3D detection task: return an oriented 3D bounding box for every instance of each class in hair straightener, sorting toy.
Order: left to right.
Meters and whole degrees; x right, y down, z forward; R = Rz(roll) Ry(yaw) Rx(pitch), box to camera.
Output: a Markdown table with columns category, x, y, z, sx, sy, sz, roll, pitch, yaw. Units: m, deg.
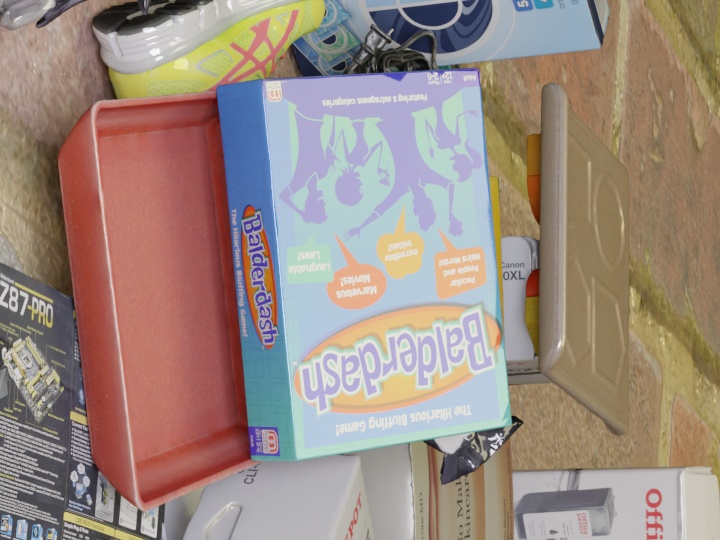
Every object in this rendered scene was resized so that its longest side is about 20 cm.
| category | x | y | z | sx | sy | sz | roll | pitch | yaw |
| --- | --- | --- | --- | --- | --- | --- | --- | --- | --- |
| hair straightener | 0.011 | -0.108 | 1.582 | 0.200 | 0.041 | 0.077 | -12 | 135 | -57 |
| sorting toy | 0.138 | -0.003 | 1.694 | 0.200 | 0.036 | 0.185 | 43 | 46 | -65 |

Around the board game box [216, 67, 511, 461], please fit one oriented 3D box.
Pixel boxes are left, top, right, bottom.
| category | x | y | z | sx | sy | sz | roll | pitch | yaw |
| --- | --- | --- | --- | --- | --- | --- | --- | --- | --- |
| board game box | 0.004 | -0.005 | 1.415 | 0.152 | 0.045 | 0.200 | -7 | 93 | -38 |

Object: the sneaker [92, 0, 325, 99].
| category | x | y | z | sx | sy | sz | roll | pitch | yaw |
| --- | --- | --- | --- | --- | --- | --- | --- | --- | --- |
| sneaker | -0.083 | -0.118 | 1.492 | 0.200 | 0.078 | 0.090 | -28 | 114 | -55 |

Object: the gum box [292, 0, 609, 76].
| category | x | y | z | sx | sy | sz | roll | pitch | yaw |
| --- | --- | --- | --- | --- | --- | --- | --- | --- | --- |
| gum box | 0.037 | -0.205 | 1.625 | 0.045 | 0.200 | 0.170 | -74 | 151 | -46 |

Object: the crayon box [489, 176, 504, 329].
| category | x | y | z | sx | sy | sz | roll | pitch | yaw |
| --- | --- | --- | --- | --- | --- | --- | --- | --- | --- |
| crayon box | 0.000 | 0.000 | 1.595 | 0.200 | 0.058 | 0.119 | 2 | 85 | -44 |

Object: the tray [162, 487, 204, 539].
| category | x | y | z | sx | sy | sz | roll | pitch | yaw |
| --- | --- | --- | --- | --- | --- | --- | --- | --- | --- |
| tray | -0.092 | 0.155 | 1.491 | 0.107 | 0.022 | 0.200 | -49 | 132 | -60 |

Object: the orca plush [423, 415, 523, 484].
| category | x | y | z | sx | sy | sz | roll | pitch | yaw |
| --- | --- | --- | --- | --- | --- | --- | --- | --- | --- |
| orca plush | 0.020 | 0.021 | 1.522 | 0.200 | 0.105 | 0.071 | 43 | 16 | -5 |

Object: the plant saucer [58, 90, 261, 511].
| category | x | y | z | sx | sy | sz | roll | pitch | yaw |
| --- | --- | --- | --- | --- | --- | --- | --- | --- | --- |
| plant saucer | -0.097 | 0.010 | 1.357 | 0.200 | 0.037 | 0.200 | -15 | 100 | -67 |

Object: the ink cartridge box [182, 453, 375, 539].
| category | x | y | z | sx | sy | sz | roll | pitch | yaw |
| --- | --- | --- | --- | --- | --- | --- | --- | --- | --- |
| ink cartridge box | -0.039 | 0.218 | 1.450 | 0.145 | 0.083 | 0.200 | -70 | 155 | -49 |

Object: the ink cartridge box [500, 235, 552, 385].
| category | x | y | z | sx | sy | sz | roll | pitch | yaw |
| --- | --- | --- | --- | --- | --- | --- | --- | --- | --- |
| ink cartridge box | 0.080 | 0.031 | 1.777 | 0.200 | 0.145 | 0.084 | 15 | 73 | -67 |

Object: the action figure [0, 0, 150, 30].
| category | x | y | z | sx | sy | sz | roll | pitch | yaw |
| --- | --- | --- | --- | --- | --- | --- | --- | --- | --- |
| action figure | -0.146 | -0.186 | 1.308 | 0.200 | 0.102 | 0.119 | 149 | -70 | -85 |

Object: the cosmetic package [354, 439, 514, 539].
| category | x | y | z | sx | sy | sz | roll | pitch | yaw |
| --- | --- | --- | --- | --- | --- | --- | --- | --- | --- |
| cosmetic package | 0.029 | 0.143 | 1.710 | 0.200 | 0.087 | 0.104 | -2 | 90 | -68 |

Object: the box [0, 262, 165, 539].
| category | x | y | z | sx | sy | sz | roll | pitch | yaw |
| --- | --- | --- | --- | --- | --- | --- | --- | --- | --- |
| box | -0.156 | 0.095 | 1.303 | 0.200 | 0.049 | 0.161 | 32 | 60 | -64 |

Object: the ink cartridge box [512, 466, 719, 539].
| category | x | y | z | sx | sy | sz | roll | pitch | yaw |
| --- | --- | --- | --- | --- | --- | --- | --- | --- | --- |
| ink cartridge box | 0.147 | 0.212 | 1.847 | 0.085 | 0.200 | 0.146 | 13 | 75 | -68 |

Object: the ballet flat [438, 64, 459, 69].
| category | x | y | z | sx | sy | sz | roll | pitch | yaw |
| --- | --- | --- | --- | --- | --- | --- | --- | --- | --- |
| ballet flat | 0.041 | -0.106 | 1.820 | 0.068 | 0.068 | 0.200 | -82 | 168 | -50 |
